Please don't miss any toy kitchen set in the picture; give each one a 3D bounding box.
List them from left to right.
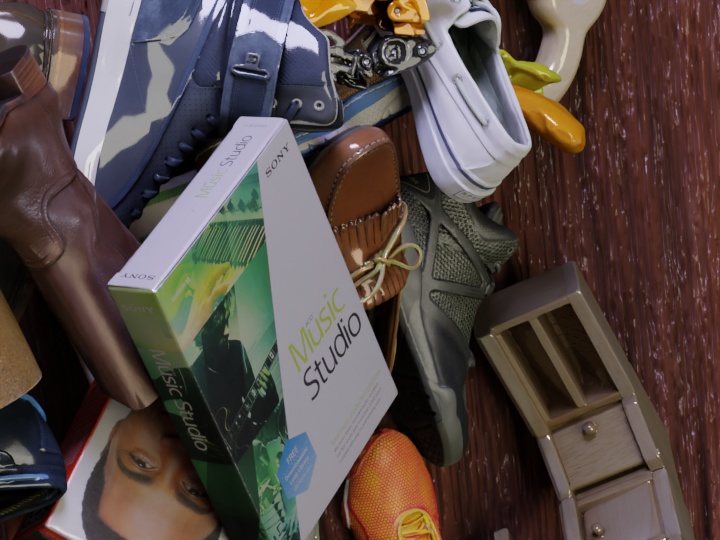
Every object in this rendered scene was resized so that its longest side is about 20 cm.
[{"bbox_3d":[0.116,0.145,1.436,0.163,0.200,0.181,-23,122,13],"label":"toy kitchen set"}]

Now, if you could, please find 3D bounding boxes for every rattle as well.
[{"bbox_3d":[0.139,-0.176,1.395,0.200,0.143,0.130,-41,104,-18],"label":"rattle"}]

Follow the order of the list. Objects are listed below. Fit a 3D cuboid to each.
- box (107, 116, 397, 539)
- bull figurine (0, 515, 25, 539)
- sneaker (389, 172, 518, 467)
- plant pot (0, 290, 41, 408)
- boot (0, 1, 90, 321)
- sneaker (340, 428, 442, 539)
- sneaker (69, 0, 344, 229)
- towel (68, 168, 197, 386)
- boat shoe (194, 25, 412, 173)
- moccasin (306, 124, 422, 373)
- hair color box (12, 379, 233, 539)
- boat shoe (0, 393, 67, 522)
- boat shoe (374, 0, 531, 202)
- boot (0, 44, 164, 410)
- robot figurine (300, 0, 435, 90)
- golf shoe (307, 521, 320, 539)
[{"bbox_3d":[-0.052,0.039,1.147,0.144,0.036,0.200,-56,136,-39],"label":"box"},{"bbox_3d":[-0.131,0.188,1.259,0.199,0.065,0.122,23,84,-6],"label":"bull figurine"},{"bbox_3d":[0.060,0.027,1.409,0.114,0.076,0.200,-24,109,-26],"label":"sneaker"},{"bbox_3d":[-0.281,-0.010,1.076,0.186,0.186,0.201,-24,100,-33],"label":"plant pot"},{"bbox_3d":[-0.218,-0.053,1.183,0.097,0.075,0.201,12,91,-23],"label":"boot"},{"bbox_3d":[0.040,0.197,1.431,0.073,0.077,0.201,-25,113,-31],"label":"sneaker"},{"bbox_3d":[-0.087,-0.066,1.188,0.146,0.077,0.203,13,97,-8],"label":"sneaker"},{"bbox_3d":[-0.097,0.045,1.266,0.152,0.023,0.201,-22,85,-34],"label":"towel"},{"bbox_3d":[-0.038,-0.102,1.306,0.200,0.072,0.073,-30,89,-48],"label":"boat shoe"},{"bbox_3d":[-0.001,0.001,1.298,0.074,0.078,0.202,-21,136,-33],"label":"moccasin"},{"bbox_3d":[-0.103,0.087,1.197,0.101,0.061,0.200,33,61,-17],"label":"hair color box"},{"bbox_3d":[-0.242,0.126,1.082,0.200,0.069,0.084,-29,154,-15],"label":"boat shoe"},{"bbox_3d":[0.059,-0.141,1.315,0.073,0.067,0.201,1,63,-49],"label":"boat shoe"},{"bbox_3d":[-0.152,0.008,1.071,0.200,0.064,0.187,63,26,-23],"label":"boot"},{"bbox_3d":[-0.041,-0.182,1.248,0.199,0.058,0.146,3,99,-16],"label":"robot figurine"},{"bbox_3d":[-0.060,0.146,1.356,0.097,0.078,0.201,13,95,-59],"label":"golf shoe"}]
